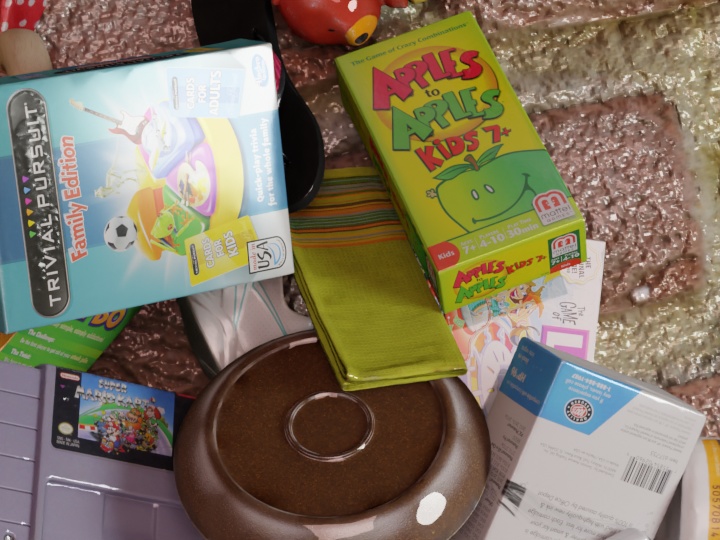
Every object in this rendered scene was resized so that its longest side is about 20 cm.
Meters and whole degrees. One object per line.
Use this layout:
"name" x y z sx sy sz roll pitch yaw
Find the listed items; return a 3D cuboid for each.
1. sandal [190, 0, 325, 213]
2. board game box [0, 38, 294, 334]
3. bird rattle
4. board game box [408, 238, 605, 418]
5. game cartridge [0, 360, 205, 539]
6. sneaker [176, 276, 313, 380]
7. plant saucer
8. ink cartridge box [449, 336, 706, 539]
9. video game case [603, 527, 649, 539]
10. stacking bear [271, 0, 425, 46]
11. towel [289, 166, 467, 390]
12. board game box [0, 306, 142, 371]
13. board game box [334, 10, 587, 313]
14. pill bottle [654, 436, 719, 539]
"sandal" -0.080 -0.127 1.443 0.075 0.045 0.200 -24 67 15
"board game box" -0.145 -0.055 1.332 0.200 0.047 0.151 -13 104 -28
"bird rattle" -0.217 -0.098 1.406 0.113 0.163 0.200 2 88 -20
"board game box" 0.087 0.071 1.442 0.134 0.034 0.200 7 79 -2
"game cartridge" -0.150 0.134 1.363 0.200 0.038 0.130 15 67 -30
"sneaker" -0.101 -0.018 1.440 0.080 0.070 0.200 -26 88 -14
"plant saucer" -0.018 0.105 1.334 0.200 0.032 0.200 -2 46 2
"ink cartridge box" 0.122 0.157 1.362 0.116 0.068 0.200 21 95 -23
"video game case" 0.116 0.282 1.338 0.182 0.024 0.200 -22 115 -21
"stacking bear" 0.030 -0.226 1.462 0.200 0.121 0.114 -34 77 0
"towel" 0.000 0.000 1.399 0.086 0.018 0.200 -8 44 -16
"board game box" -0.218 0.060 1.400 0.030 0.096 0.200 38 80 28
"board game box" 0.064 -0.075 1.419 0.102 0.048 0.200 -20 54 -6
"pill bottle" 0.298 0.172 1.391 0.200 0.116 0.116 5 79 -1
